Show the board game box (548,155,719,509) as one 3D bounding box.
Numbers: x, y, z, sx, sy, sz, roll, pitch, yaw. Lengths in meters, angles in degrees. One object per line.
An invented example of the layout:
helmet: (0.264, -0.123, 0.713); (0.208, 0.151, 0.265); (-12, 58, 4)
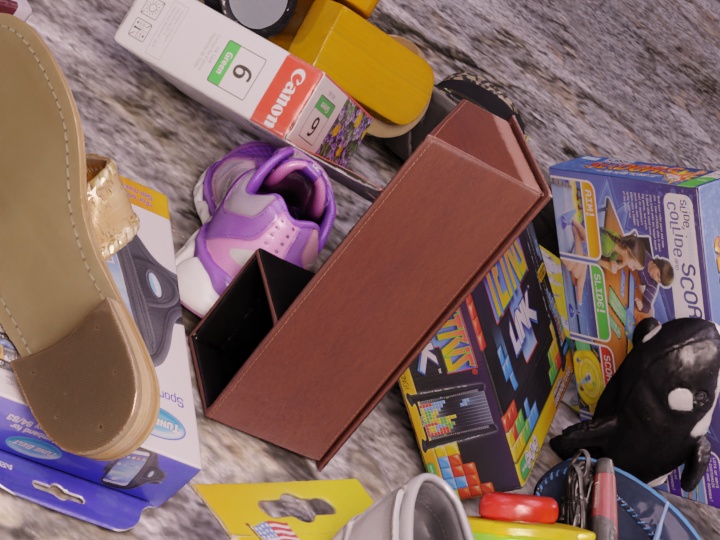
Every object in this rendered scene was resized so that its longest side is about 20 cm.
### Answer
board game box: (0.180, 0.036, 1.204); (0.034, 0.201, 0.135); (-18, 18, -31)

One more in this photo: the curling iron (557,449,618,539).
curling iron: (0.124, 0.183, 1.031); (0.025, 0.050, 0.201); (6, 51, -8)

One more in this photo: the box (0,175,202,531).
box: (-0.137, 0.024, 0.925); (0.119, 0.041, 0.201); (24, 35, -35)

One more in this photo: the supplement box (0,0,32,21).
supplement box: (-0.271, -0.169, 0.986); (0.200, 0.061, 0.109); (14, 36, -48)

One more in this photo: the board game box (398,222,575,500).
board game box: (0.067, 0.020, 1.170); (0.200, 0.056, 0.166); (-51, 127, -68)

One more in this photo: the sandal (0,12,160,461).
sandal: (-0.130, -0.009, 0.886); (0.070, 0.077, 0.213); (30, 35, -62)

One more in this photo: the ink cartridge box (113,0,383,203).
ink cartridge box: (-0.044, -0.102, 1.218); (0.199, 0.051, 0.109); (30, -1, 19)

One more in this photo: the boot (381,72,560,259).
boot: (0.111, -0.076, 1.499); (0.203, 0.074, 0.154); (43, 20, 6)

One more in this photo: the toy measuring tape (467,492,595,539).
toy measuring tape: (0.082, 0.147, 0.995); (0.073, 0.074, 0.200); (40, -7, -3)

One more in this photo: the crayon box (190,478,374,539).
crayon box: (0.002, 0.182, 0.875); (0.127, 0.051, 0.200); (8, 40, -52)

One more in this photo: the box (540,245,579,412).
box: (0.167, 0.060, 1.373); (0.200, 0.048, 0.118); (36, 23, -17)

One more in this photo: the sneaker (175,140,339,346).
sneaker: (-0.049, -0.035, 1.144); (0.080, 0.089, 0.200); (34, 21, -11)

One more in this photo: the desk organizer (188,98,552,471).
desk organizer: (0.000, 0.000, 1.014); (0.077, 0.200, 0.072); (25, 27, -30)

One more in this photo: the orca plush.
orca plush: (0.144, 0.085, 1.166); (0.071, 0.200, 0.106); (-4, 77, -17)

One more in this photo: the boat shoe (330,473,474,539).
boat shoe: (0.033, 0.162, 0.806); (0.072, 0.069, 0.200); (31, 25, -21)

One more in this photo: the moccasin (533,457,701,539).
moccasin: (0.169, 0.186, 1.102); (0.200, 0.081, 0.068); (46, 27, 14)

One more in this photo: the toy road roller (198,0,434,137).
toy road roller: (-0.027, -0.195, 1.356); (0.200, 0.146, 0.123); (34, -7, -27)
